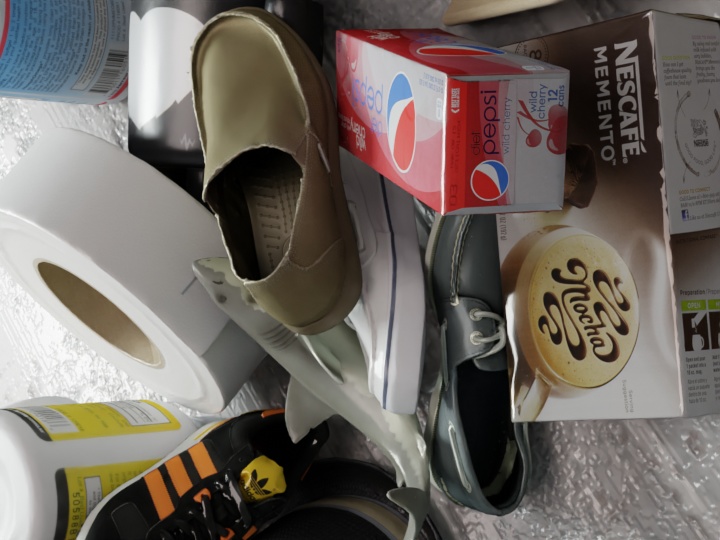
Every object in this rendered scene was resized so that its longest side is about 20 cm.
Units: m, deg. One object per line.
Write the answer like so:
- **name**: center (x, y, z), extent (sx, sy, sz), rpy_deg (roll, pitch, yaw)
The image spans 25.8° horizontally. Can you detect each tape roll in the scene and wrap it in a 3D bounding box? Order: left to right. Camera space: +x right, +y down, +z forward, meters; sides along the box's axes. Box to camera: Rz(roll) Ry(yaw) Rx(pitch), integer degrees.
- **tape roll**: center (-0.144, 0.003, 0.997), extent (0.202, 0.203, 0.071), rpy_deg (20, 63, 40)

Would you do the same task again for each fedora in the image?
- **fedora**: center (-0.036, 0.210, 0.971), extent (0.200, 0.091, 0.202), rpy_deg (0, 90, 42)

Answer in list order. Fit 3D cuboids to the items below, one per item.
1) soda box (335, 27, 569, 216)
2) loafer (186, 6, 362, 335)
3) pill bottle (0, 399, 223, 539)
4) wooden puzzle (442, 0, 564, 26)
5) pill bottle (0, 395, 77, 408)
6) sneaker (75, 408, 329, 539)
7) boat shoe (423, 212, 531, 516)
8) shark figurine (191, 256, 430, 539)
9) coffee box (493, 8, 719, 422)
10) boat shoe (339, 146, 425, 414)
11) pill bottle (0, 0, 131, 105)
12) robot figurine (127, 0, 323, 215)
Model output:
- **soda box**: center (0.041, -0.082, 0.812), extent (0.200, 0.063, 0.070), rpy_deg (-140, 48, -69)
- **loafer**: center (-0.051, -0.064, 0.864), extent (0.076, 0.067, 0.201), rpy_deg (-27, 67, 17)
- **pill bottle**: center (-0.164, 0.140, 1.013), extent (0.111, 0.199, 0.112), rpy_deg (-1, 89, 40)
- **wooden puzzle**: center (0.080, -0.238, 0.844), extent (0.185, 0.037, 0.201), rpy_deg (-166, 71, -73)
- **pill bottle**: center (-0.210, 0.201, 1.112), extent (0.120, 0.119, 0.201), rpy_deg (-48, 61, 32)
- **sneaker**: center (-0.091, 0.138, 0.935), extent (0.090, 0.200, 0.070), rpy_deg (-25, 101, 37)
- **boat shoe**: center (0.076, 0.040, 0.873), extent (0.062, 0.072, 0.201), rpy_deg (-144, 55, -64)
- **shark figurine**: center (-0.012, 0.086, 0.910), extent (0.090, 0.128, 0.215), rpy_deg (-49, 63, 28)
- **coffee box**: center (0.136, -0.025, 0.821), extent (0.113, 0.080, 0.201), rpy_deg (-6, 87, 45)
- **boat shoe**: center (0.000, 0.000, 0.904), extent (0.201, 0.065, 0.074), rpy_deg (-96, 6, -45)
- **pill bottle**: center (-0.247, -0.174, 1.084), extent (0.108, 0.199, 0.109), rpy_deg (1, 91, 41)
- **robot figurine**: center (-0.087, -0.127, 0.989), extent (0.149, 0.125, 0.201), rpy_deg (3, 94, 16)
